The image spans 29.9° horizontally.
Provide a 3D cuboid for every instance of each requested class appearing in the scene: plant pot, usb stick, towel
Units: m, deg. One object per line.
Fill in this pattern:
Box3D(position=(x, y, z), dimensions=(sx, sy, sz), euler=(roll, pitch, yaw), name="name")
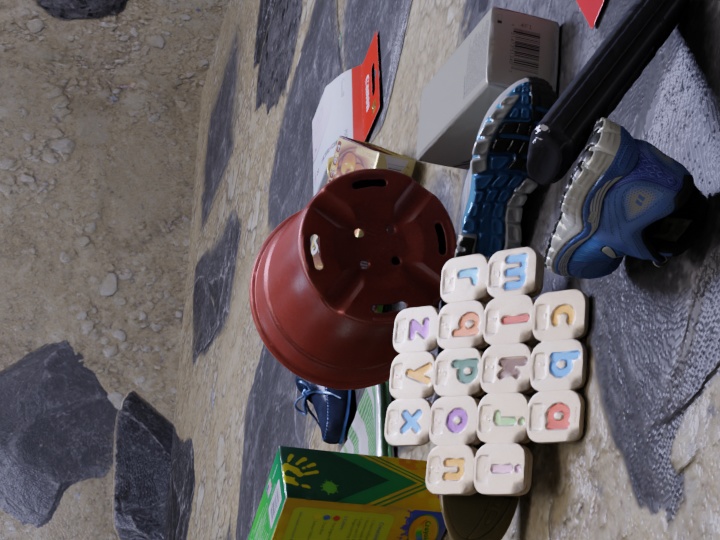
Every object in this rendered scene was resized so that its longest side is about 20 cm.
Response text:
Box3D(position=(0.000, 0.000, 1.306), dimensions=(0.195, 0.200, 0.201), euler=(123, 154, -72), name="plant pot")
Box3D(position=(0.170, -0.134, 0.914), dimensions=(0.200, 0.033, 0.055), euler=(-51, -13, -32), name="usb stick")
Box3D(position=(-0.001, 0.232, 1.565), dimensions=(0.200, 0.023, 0.153), euler=(115, 159, -46), name="towel")

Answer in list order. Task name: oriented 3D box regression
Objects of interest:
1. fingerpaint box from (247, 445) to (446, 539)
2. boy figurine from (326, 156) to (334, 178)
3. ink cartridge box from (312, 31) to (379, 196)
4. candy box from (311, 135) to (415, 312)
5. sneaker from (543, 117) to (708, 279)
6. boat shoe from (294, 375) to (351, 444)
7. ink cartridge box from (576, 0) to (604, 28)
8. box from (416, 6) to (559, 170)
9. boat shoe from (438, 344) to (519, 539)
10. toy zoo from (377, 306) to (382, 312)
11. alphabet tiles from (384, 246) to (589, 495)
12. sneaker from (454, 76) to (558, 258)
Box3D(position=(-0.021, 0.271, 1.320), dimensions=(0.073, 0.166, 0.200), euler=(-102, 25, -51), name="fingerpaint box")
Box3D(position=(-0.033, -0.060, 1.724), dimensions=(0.124, 0.064, 0.200), euler=(-92, 15, -47), name="boy figurine")
Box3D(position=(-0.023, -0.220, 1.915), dimensions=(0.200, 0.057, 0.163), euler=(108, 165, -48), name="ink cartridge box")
Box3D(position=(-0.005, -0.051, 1.614), dimensions=(0.115, 0.055, 0.200), euler=(30, 107, 61), name="candy box")
Box3D(position=(0.179, -0.029, 0.904), dimensions=(0.079, 0.089, 0.200), euler=(-62, -11, -10), name="sneaker")
Box3D(position=(-0.055, 0.149, 1.742), dimensions=(0.200, 0.068, 0.084), euler=(-102, 26, -56), name="boat shoe")
Box3D(position=(0.193, -0.328, 1.123), dimensions=(0.161, 0.050, 0.200), euler=(-99, 25, -53), name="ink cartridge box")
Box3D(position=(0.116, -0.166, 1.273), dimensions=(0.200, 0.068, 0.082), euler=(139, 139, -69), name="box")
Box3D(position=(0.103, 0.136, 1.139), dimensions=(0.066, 0.072, 0.201), euler=(67, -157, -71), name="boat shoe")
Box3D(position=(0.017, -0.039, 1.683), dimensions=(0.131, 0.020, 0.200), euler=(-168, 87, -76), name="toy zoo")
Box3D(position=(0.101, 0.082, 1.092), dimensions=(0.195, 0.015, 0.200), euler=(-9, 68, 42), name="alphabet tiles")
Box3D(position=(0.121, -0.085, 1.199), dimensions=(0.087, 0.075, 0.200), euler=(-94, 19, -62), name="sneaker")
